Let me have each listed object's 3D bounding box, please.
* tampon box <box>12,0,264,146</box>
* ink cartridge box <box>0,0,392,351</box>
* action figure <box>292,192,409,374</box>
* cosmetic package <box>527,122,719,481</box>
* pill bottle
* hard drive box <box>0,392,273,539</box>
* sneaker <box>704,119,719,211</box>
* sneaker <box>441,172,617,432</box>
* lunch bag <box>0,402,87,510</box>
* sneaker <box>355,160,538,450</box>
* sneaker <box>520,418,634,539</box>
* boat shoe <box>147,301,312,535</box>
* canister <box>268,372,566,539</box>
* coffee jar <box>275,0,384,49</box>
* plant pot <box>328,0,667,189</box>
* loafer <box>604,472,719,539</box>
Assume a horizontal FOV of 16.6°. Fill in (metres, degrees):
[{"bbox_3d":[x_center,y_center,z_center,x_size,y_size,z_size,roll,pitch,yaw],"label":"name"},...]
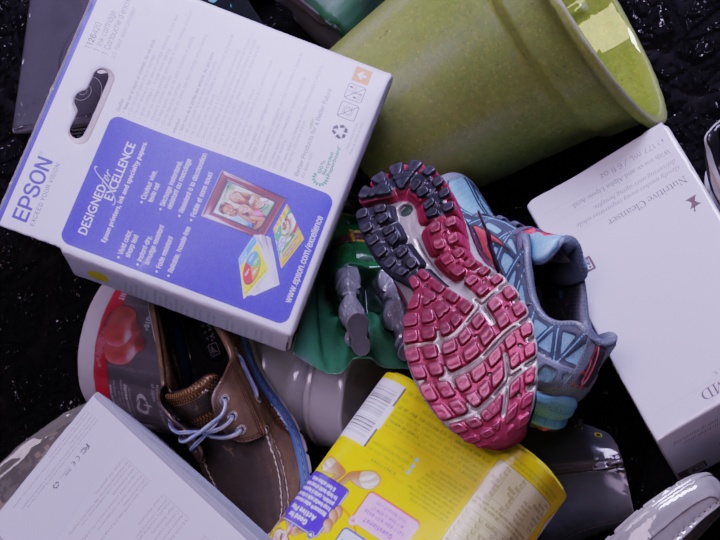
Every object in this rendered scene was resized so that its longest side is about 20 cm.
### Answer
[{"bbox_3d":[-0.139,-0.121,1.727,0.125,0.200,0.151,-6,63,18],"label":"tampon box"},{"bbox_3d":[-0.104,-0.072,1.563,0.199,0.047,0.199,20,68,2],"label":"ink cartridge box"},{"bbox_3d":[0.000,0.000,1.630,0.117,0.055,0.200,7,25,-15],"label":"action figure"},{"bbox_3d":[0.203,0.021,1.592,0.112,0.081,0.201,-31,57,4],"label":"cosmetic package"},{"bbox_3d":[-0.082,0.065,1.664,0.199,0.111,0.111,10,69,25],"label":"pill bottle"},{"bbox_3d":[-0.137,0.191,1.473,0.156,0.077,0.200,-51,42,-2],"label":"hard drive box"},{"bbox_3d":[0.282,-0.022,1.586,0.074,0.080,0.200,-39,59,-3],"label":"sneaker"},{"bbox_3d":[0.107,0.003,1.575,0.096,0.079,0.201,-49,51,29],"label":"sneaker"},{"bbox_3d":[-0.190,0.207,1.629,0.200,0.118,0.164,-43,62,2],"label":"lunch bag"},{"bbox_3d":[0.064,0.024,1.502,0.080,0.075,0.201,-26,54,9],"label":"sneaker"},{"bbox_3d":[0.105,0.102,1.606,0.105,0.075,0.201,-17,58,-3],"label":"sneaker"},{"bbox_3d":[-0.094,0.086,1.567,0.072,0.072,0.201,-28,76,23],"label":"boat shoe"},{"bbox_3d":[0.015,0.178,1.499,0.148,0.087,0.200,30,78,34],"label":"canister"},{"bbox_3d":[0.030,-0.251,1.795,0.200,0.085,0.104,-47,58,-6],"label":"coffee jar"},{"bbox_3d":[0.079,-0.137,1.673,0.184,0.200,0.201,-32,57,17],"label":"plant pot"},{"bbox_3d":[0.162,0.211,1.525,0.070,0.070,0.200,42,88,22],"label":"loafer"}]
